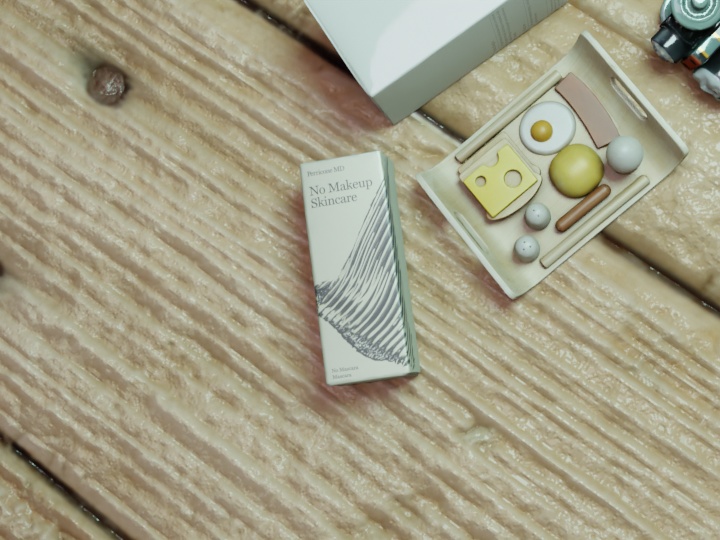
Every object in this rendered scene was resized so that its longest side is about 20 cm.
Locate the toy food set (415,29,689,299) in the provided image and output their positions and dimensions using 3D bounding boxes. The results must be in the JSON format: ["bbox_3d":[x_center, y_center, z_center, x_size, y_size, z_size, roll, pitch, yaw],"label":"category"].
[{"bbox_3d":[0.166,-0.092,1.080,0.200,0.060,0.144,-40,79,5],"label":"toy food set"}]

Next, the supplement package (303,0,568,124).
[{"bbox_3d":[0.069,-0.241,1.085,0.200,0.117,0.118,-35,80,6],"label":"supplement package"}]

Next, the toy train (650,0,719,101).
[{"bbox_3d":[0.345,-0.239,1.048,0.114,0.085,0.200,44,95,2],"label":"toy train"}]

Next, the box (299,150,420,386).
[{"bbox_3d":[0.000,0.000,1.102,0.082,0.068,0.201,-10,84,11],"label":"box"}]
